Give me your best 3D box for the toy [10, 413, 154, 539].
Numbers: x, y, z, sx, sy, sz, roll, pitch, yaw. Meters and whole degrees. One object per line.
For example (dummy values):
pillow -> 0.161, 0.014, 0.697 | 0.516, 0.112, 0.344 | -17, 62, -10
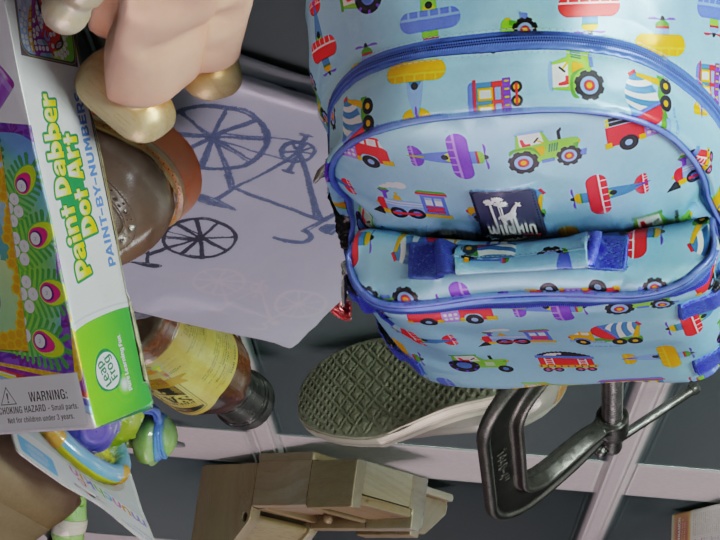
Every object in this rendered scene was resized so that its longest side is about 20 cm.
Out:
toy -> -0.168, 0.073, 1.120 | 0.115, 0.047, 0.200 | 41, -174, -32

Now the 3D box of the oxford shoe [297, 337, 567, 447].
oxford shoe -> 0.047, 0.077, 1.184 | 0.199, 0.075, 0.058 | -13, 151, 32

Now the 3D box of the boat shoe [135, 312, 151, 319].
boat shoe -> -0.180, -0.007, 1.003 | 0.199, 0.071, 0.091 | 0, 156, 11

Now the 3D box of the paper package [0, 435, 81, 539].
paper package -> -0.282, 0.072, 1.069 | 0.103, 0.191, 0.200 | -41, 147, 8

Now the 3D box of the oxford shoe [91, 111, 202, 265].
oxford shoe -> -0.173, -0.052, 0.813 | 0.199, 0.073, 0.071 | 15, 133, 19

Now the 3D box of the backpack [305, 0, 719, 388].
backpack -> 0.067, -0.047, 0.726 | 0.182, 0.135, 0.200 | -1, 157, 13

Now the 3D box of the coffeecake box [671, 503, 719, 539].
coffeecake box -> 0.375, 0.234, 1.539 | 0.153, 0.073, 0.200 | 13, 160, -23

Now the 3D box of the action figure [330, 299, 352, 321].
action figure -> 0.000, 0.000, 1.016 | 0.200, 0.052, 0.065 | 19, 161, -28

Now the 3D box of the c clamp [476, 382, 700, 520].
c clamp -> 0.135, 0.079, 1.137 | 0.171, 0.027, 0.200 | -38, 152, -9

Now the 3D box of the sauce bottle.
sauce bottle -> -0.108, 0.057, 1.180 | 0.066, 0.066, 0.200 | -2, 158, 21

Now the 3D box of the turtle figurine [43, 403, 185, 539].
turtle figurine -> -0.232, 0.147, 1.359 | 0.193, 0.144, 0.200 | 10, 157, 0

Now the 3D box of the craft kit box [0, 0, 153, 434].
craft kit box -> -0.191, -0.028, 0.770 | 0.199, 0.198, 0.048 | -7, -175, 32

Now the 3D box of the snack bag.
snack bag -> -0.065, -0.031, 0.902 | 0.188, 0.021, 0.200 | 13, 142, -26

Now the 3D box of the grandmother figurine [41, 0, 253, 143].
grandmother figurine -> -0.059, -0.118, 0.641 | 0.061, 0.121, 0.200 | 42, 150, 8

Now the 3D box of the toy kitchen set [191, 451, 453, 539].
toy kitchen set -> -0.021, 0.258, 1.555 | 0.163, 0.181, 0.200 | 20, 161, -39
